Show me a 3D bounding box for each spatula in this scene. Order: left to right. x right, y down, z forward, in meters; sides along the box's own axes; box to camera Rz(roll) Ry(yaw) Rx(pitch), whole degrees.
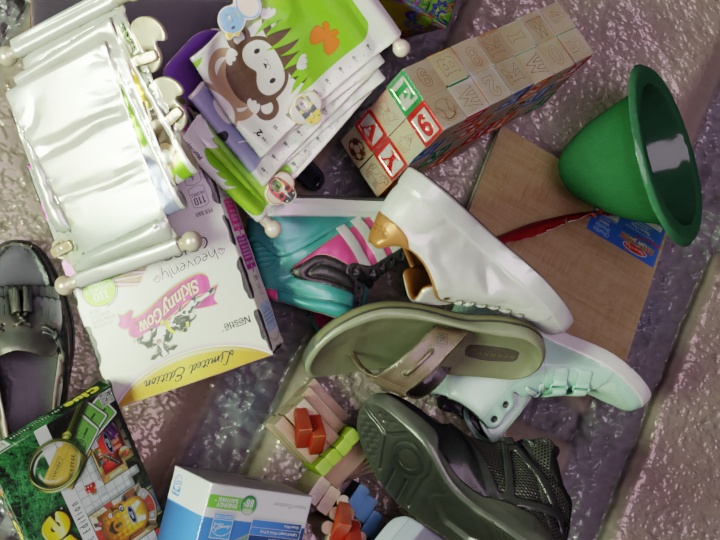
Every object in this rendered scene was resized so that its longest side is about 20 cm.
[{"bbox_3d":[-0.080,-0.118,0.884,0.057,0.021,0.200,-48,143,-1],"label":"spatula"}]

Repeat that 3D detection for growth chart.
[{"bbox_3d":[-0.183,-0.092,0.790,0.144,0.018,0.202,-12,98,19],"label":"growth chart"},{"bbox_3d":[-0.056,-0.144,0.824,0.145,0.018,0.200,39,87,-28],"label":"growth chart"}]

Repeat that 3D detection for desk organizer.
[{"bbox_3d":[-0.161,-0.177,0.884,0.198,0.077,0.072,-2,88,-19],"label":"desk organizer"}]

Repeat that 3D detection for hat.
[{"bbox_3d":[0.198,-0.085,1.019,0.199,0.175,0.167,10,69,-56],"label":"hat"}]

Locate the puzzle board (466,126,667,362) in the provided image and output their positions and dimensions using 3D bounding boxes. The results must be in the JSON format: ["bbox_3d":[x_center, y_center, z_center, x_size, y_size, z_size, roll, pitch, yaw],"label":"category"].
[{"bbox_3d":[0.183,-0.020,1.020,0.199,0.017,0.152,28,72,-16],"label":"puzzle board"}]

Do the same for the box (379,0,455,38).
[{"bbox_3d":[-0.009,-0.319,0.897,0.199,0.122,0.194,24,79,-31],"label":"box"}]

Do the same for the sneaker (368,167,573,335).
[{"bbox_3d":[0.086,0.006,0.906,0.200,0.073,0.085,38,90,-22],"label":"sneaker"}]

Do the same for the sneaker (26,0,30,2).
[{"bbox_3d":[-0.212,-0.292,0.888,0.082,0.077,0.200,41,69,8],"label":"sneaker"}]

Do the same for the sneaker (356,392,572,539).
[{"bbox_3d":[0.091,0.161,0.913,0.199,0.076,0.114,37,37,11],"label":"sneaker"}]

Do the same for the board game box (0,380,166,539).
[{"bbox_3d":[-0.200,0.196,0.837,0.104,0.023,0.201,-31,115,-30],"label":"board game box"}]

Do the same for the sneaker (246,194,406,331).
[{"bbox_3d":[0.000,0.000,0.928,0.199,0.084,0.122,0,91,-24],"label":"sneaker"}]

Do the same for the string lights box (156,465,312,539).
[{"bbox_3d":[-0.115,0.262,0.866,0.102,0.059,0.202,17,85,-39],"label":"string lights box"}]

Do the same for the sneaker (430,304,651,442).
[{"bbox_3d":[0.154,0.109,0.979,0.199,0.074,0.119,25,77,-10],"label":"sneaker"}]

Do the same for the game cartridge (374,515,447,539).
[{"bbox_3d":[0.020,0.308,0.912,0.133,0.041,0.201,43,72,-46],"label":"game cartridge"}]

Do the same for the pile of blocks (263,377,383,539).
[{"bbox_3d":[-0.012,0.190,0.923,0.082,0.062,0.201,-19,94,-19],"label":"pile of blocks"}]

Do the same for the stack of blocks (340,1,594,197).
[{"bbox_3d":[0.092,-0.147,0.943,0.199,0.115,0.059,-30,82,-35],"label":"stack of blocks"}]

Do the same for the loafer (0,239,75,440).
[{"bbox_3d":[-0.252,0.075,0.847,0.071,0.063,0.202,-5,89,-17],"label":"loafer"}]

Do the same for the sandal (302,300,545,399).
[{"bbox_3d":[0.054,0.070,0.882,0.199,0.080,0.058,2,51,-8],"label":"sandal"}]

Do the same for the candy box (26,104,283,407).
[{"bbox_3d":[-0.157,-0.011,0.861,0.135,0.061,0.201,-20,94,6],"label":"candy box"}]
